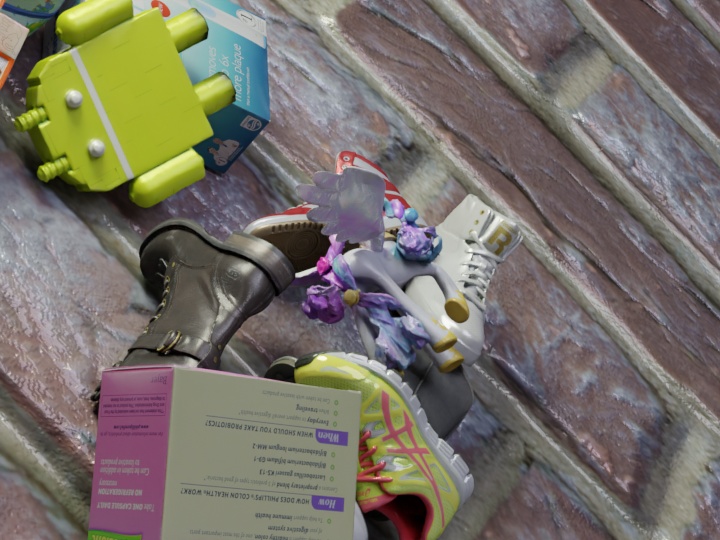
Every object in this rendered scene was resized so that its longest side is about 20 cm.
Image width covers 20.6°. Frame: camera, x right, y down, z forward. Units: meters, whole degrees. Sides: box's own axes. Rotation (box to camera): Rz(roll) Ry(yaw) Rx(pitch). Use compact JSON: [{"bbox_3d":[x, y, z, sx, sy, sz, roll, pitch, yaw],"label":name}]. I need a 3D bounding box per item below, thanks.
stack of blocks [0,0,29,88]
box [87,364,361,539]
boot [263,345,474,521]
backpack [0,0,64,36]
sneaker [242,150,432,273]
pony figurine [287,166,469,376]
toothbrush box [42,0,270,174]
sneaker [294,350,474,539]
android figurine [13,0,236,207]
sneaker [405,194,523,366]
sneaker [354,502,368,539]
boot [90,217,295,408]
[{"bbox_3d":[-0.331,-0.206,1.601,0.115,0.058,0.201,29,75,-21],"label":"stack of blocks"},{"bbox_3d":[-0.099,0.178,1.437,0.175,0.096,0.202,10,79,-40],"label":"box"},{"bbox_3d":[0.013,0.104,1.729,0.182,0.072,0.200,53,39,-14],"label":"boot"},{"bbox_3d":[-0.339,-0.289,1.716,0.200,0.153,0.163,48,17,-20],"label":"backpack"},{"bbox_3d":[-0.039,-0.053,1.836,0.199,0.072,0.113,-2,43,-34],"label":"sneaker"},{"bbox_3d":[0.000,0.000,1.695,0.192,0.166,0.201,-10,61,-56],"label":"pony figurine"},{"bbox_3d":[-0.187,-0.200,1.816,0.199,0.085,0.147,24,40,-26],"label":"toothbrush box"},{"bbox_3d":[0.014,0.147,1.591,0.200,0.078,0.091,47,49,-20],"label":"sneaker"},{"bbox_3d":[-0.204,-0.145,1.698,0.199,0.041,0.183,-29,105,-28],"label":"android figurine"},{"bbox_3d":[0.102,-0.002,1.843,0.074,0.116,0.200,38,17,-27],"label":"sneaker"},{"bbox_3d":[-0.083,0.172,1.575,0.200,0.070,0.080,39,51,-5],"label":"sneaker"},{"bbox_3d":[-0.158,0.044,1.585,0.174,0.199,0.069,-52,122,-25],"label":"boot"}]
